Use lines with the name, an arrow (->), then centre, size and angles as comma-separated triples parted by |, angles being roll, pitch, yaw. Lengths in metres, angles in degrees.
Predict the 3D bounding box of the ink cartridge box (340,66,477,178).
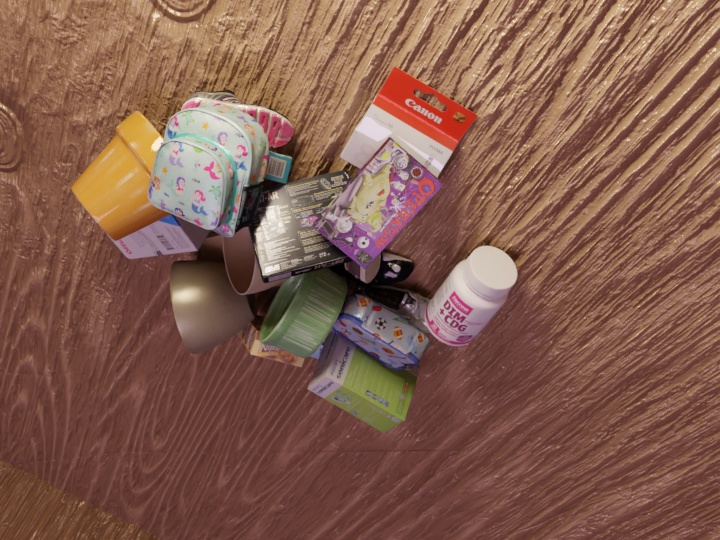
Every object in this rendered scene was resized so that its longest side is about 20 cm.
ink cartridge box -> 0.076, -0.222, 1.495 | 0.162, 0.057, 0.200 | 29, 145, -6

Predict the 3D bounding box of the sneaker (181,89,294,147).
sneaker -> -0.214, -0.273, 1.567 | 0.200, 0.087, 0.074 | 9, 123, -17

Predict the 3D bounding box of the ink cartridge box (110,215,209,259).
ink cartridge box -> -0.430, -0.108, 1.843 | 0.200, 0.084, 0.146 | -5, 134, 31

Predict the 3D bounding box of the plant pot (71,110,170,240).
plant pot -> -0.415, -0.157, 1.637 | 0.200, 0.183, 0.200 | 49, 173, 8

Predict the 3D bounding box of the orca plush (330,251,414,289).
orca plush -> 0.000, 0.000, 1.762 | 0.200, 0.071, 0.105 | 17, 140, 9

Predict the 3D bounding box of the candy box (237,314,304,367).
candy box -> -0.193, 0.145, 1.926 | 0.115, 0.055, 0.200 | 16, -174, -19

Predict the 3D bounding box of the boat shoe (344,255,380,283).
boat shoe -> 0.005, -0.070, 1.675 | 0.060, 0.072, 0.200 | 25, 131, 26

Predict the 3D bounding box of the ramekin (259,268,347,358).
ramekin -> -0.110, 0.076, 1.777 | 0.098, 0.200, 0.200 | 30, 141, -13

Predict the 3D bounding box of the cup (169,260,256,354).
cup -> -0.299, 0.063, 1.878 | 0.143, 0.200, 0.200 | -13, 133, 4

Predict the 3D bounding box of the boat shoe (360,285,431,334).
boat shoe -> 0.094, 0.069, 1.795 | 0.200, 0.072, 0.069 | 21, 157, 19

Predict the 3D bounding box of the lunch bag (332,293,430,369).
lunch bag -> 0.035, 0.129, 1.803 | 0.200, 0.076, 0.160 | 36, 158, -14

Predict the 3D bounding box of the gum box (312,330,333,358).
gum box -> -0.032, 0.137, 1.953 | 0.170, 0.045, 0.200 | 17, 141, 7

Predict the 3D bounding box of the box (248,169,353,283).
box -> -0.096, -0.079, 1.585 | 0.200, 0.160, 0.044 | -15, 166, -9

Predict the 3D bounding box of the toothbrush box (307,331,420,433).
toothbrush box -> 0.010, 0.225, 1.886 | 0.200, 0.146, 0.086 | 32, 139, -16

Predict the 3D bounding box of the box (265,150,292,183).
box -> -0.226, -0.202, 1.597 | 0.200, 0.049, 0.082 | 16, -176, 33

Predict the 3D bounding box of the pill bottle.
pill bottle -> 0.207, 0.048, 1.680 | 0.113, 0.113, 0.200 | 26, 140, -3

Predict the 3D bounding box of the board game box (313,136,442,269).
board game box -> 0.028, -0.112, 1.512 | 0.120, 0.032, 0.200 | 38, 105, -17

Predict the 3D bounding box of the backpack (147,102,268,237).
backpack -> -0.249, -0.171, 1.475 | 0.177, 0.151, 0.200 | 25, 110, 13

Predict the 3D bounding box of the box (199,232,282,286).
box -> -0.238, -0.025, 1.891 | 0.200, 0.021, 0.164 | -9, 130, 35

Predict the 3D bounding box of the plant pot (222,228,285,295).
plant pot -> -0.172, -0.057, 1.717 | 0.134, 0.200, 0.200 | -4, 149, -26
